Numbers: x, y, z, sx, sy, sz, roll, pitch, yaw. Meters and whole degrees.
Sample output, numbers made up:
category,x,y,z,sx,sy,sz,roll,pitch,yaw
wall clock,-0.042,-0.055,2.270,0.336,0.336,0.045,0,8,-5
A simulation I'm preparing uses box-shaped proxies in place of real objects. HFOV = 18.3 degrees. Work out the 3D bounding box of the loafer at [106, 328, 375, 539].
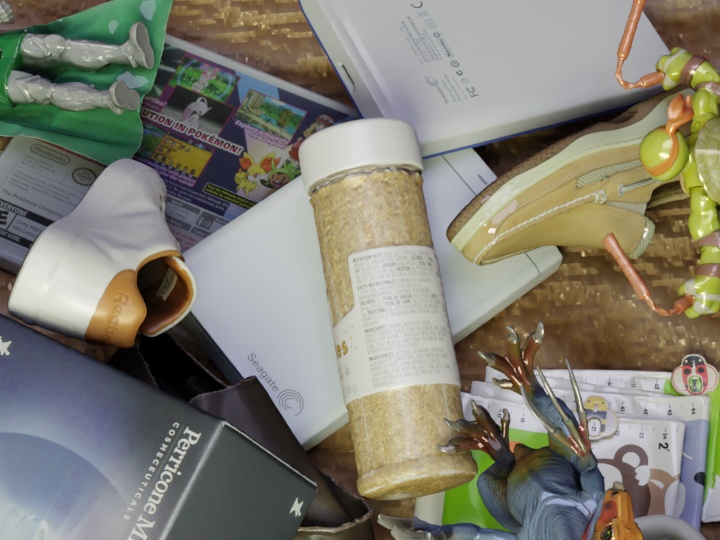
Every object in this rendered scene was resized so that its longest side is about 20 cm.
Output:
category,x,y,z,sx,sy,sz,roll,pitch,yaw
loafer,-0.071,0.094,1.201,0.199,0.072,0.073,31,27,26

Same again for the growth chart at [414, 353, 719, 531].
category,x,y,z,sx,sy,sz,roll,pitch,yaw
growth chart,0.125,0.109,1.241,0.198,0.018,0.146,-3,61,1

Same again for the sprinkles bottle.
category,x,y,z,sx,sy,sz,roll,pitch,yaw
sprinkles bottle,0.015,0.021,1.219,0.068,0.068,0.202,-9,76,-3

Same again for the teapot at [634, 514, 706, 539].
category,x,y,z,sx,sy,sz,roll,pitch,yaw
teapot,0.114,0.235,1.096,0.145,0.199,0.199,2,97,42

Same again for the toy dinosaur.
category,x,y,z,sx,sy,sz,roll,pitch,yaw
toy dinosaur,0.105,0.106,1.087,0.105,0.199,0.182,-53,41,17

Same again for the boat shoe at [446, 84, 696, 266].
category,x,y,z,sx,sy,sz,roll,pitch,yaw
boat shoe,0.140,-0.041,1.279,0.199,0.072,0.077,-28,82,-30

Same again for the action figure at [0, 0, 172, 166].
category,x,y,z,sx,sy,sz,roll,pitch,yaw
action figure,-0.219,-0.121,1.347,0.198,0.055,0.119,3,59,23

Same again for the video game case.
category,x,y,z,sx,sy,sz,roll,pitch,yaw
video game case,-0.115,-0.052,1.337,0.199,0.023,0.183,22,64,15

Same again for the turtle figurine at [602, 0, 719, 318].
category,x,y,z,sx,sy,sz,roll,pitch,yaw
turtle figurine,0.213,-0.062,1.260,0.160,0.064,0.202,14,61,-31

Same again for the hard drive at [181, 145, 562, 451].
category,x,y,z,sx,sy,sz,roll,pitch,yaw
hard drive,0.000,0.000,1.284,0.199,0.027,0.132,-35,74,-20

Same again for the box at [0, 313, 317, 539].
category,x,y,z,sx,sy,sz,roll,pitch,yaw
box,-0.162,0.142,1.122,0.197,0.123,0.201,22,80,29

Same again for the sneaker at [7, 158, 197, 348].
category,x,y,z,sx,sy,sz,roll,pitch,yaw
sneaker,-0.125,-0.001,1.218,0.084,0.073,0.200,24,21,1

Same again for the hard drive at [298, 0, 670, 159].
category,x,y,z,sx,sy,sz,roll,pitch,yaw
hard drive,0.079,-0.139,1.346,0.199,0.025,0.133,-15,60,-25
